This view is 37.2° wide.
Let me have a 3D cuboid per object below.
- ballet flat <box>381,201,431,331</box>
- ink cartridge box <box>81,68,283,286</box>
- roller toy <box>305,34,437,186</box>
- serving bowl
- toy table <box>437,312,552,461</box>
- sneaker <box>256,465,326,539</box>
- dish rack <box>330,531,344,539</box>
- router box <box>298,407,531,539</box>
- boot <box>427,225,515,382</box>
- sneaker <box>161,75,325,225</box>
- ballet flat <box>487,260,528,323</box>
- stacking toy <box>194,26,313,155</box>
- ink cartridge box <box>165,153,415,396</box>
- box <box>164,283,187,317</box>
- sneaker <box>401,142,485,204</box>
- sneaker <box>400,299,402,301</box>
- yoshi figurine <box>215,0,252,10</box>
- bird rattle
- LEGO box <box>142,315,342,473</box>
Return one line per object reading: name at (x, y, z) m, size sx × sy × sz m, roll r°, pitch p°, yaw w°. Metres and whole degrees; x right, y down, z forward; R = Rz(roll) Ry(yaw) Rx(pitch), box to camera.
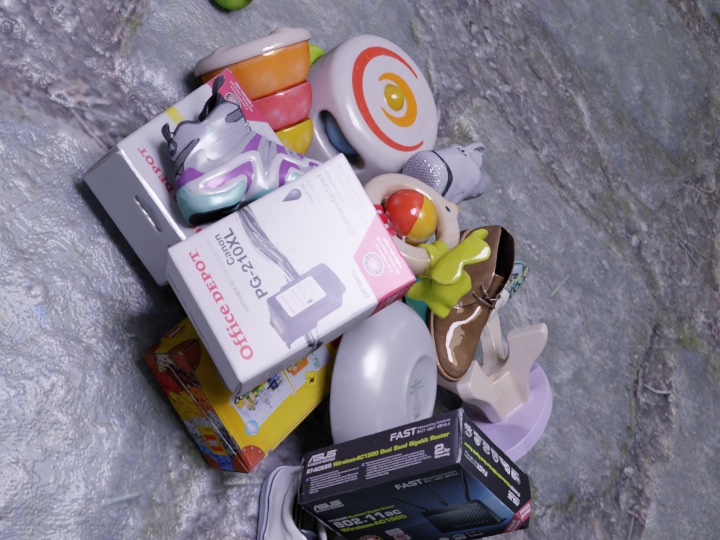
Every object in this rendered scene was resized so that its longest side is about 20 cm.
ballet flat at (0.049, 0.011, 1.306) m, size 0.069 × 0.069 × 0.203 m, roll -25°, pitch 95°, yaw -46°
ink cartridge box at (-0.177, -0.102, 1.146) m, size 0.146 × 0.083 × 0.200 m, roll 55°, pitch 44°, yaw -10°
roller toy at (0.005, -0.195, 1.352) m, size 0.198 × 0.139 × 0.186 m, roll 13°, pitch 65°, yaw -41°
serving bowl at (0.039, 0.132, 1.182) m, size 0.199 × 0.065 × 0.205 m, roll -20°, pitch 113°, yaw -61°
toy table at (0.167, 0.140, 1.355) m, size 0.201 × 0.181 × 0.119 m, roll -81°, pitch 147°, yaw -63°
sneaker at (-0.073, 0.302, 1.119) m, size 0.072 × 0.070 × 0.204 m, roll 17°, pitch 62°, yaw -38°
dish rack at (0.034, 0.300, 1.245) m, size 0.171 × 0.043 × 0.203 m, roll 37°, pitch 51°, yaw -26°
router box at (0.057, 0.226, 1.100) m, size 0.150 × 0.197 × 0.063 m, roll 45°, pitch 37°, yaw -37°
boot at (0.135, 0.034, 1.280) m, size 0.073 × 0.075 × 0.203 m, roll 30°, pitch 64°, yaw -31°
sneaker at (-0.116, -0.134, 1.102) m, size 0.198 × 0.077 × 0.142 m, roll -14°, pitch 83°, yaw -47°
ballet flat at (0.129, 0.047, 1.363) m, size 0.196 × 0.074 × 0.076 m, roll -17°, pitch 82°, yaw -3°
stacking toy at (-0.101, -0.174, 1.260) m, size 0.145 × 0.144 × 0.204 m, roll -28°, pitch 105°, yaw -46°
ink cartridge box at (-0.070, 0.005, 1.030) m, size 0.198 × 0.084 × 0.146 m, roll -30°, pitch 83°, yaw -15°
box at (-0.155, -0.033, 1.214) m, size 0.165 × 0.021 × 0.200 m, roll 58°, pitch 45°, yaw -10°
sneaker at (0.091, -0.081, 1.345) m, size 0.114 × 0.201 × 0.075 m, roll -24°, pitch 62°, yaw -35°
sneaker at (0.000, 0.000, 1.241) m, size 0.077 × 0.072 × 0.204 m, roll -28°, pitch 104°, yaw -46°
yoshi figurine at (-0.178, -0.403, 1.310) m, size 0.111 × 0.112 × 0.202 m, roll -31°, pitch 83°, yaw -14°
bird rattle at (0.042, -0.039, 1.191) m, size 0.197 × 0.114 × 0.165 m, roll 19°, pitch 44°, yaw -4°
LEGO box at (-0.107, 0.089, 1.133) m, size 0.200 × 0.076 × 0.151 m, roll -42°, pitch 113°, yaw -35°
